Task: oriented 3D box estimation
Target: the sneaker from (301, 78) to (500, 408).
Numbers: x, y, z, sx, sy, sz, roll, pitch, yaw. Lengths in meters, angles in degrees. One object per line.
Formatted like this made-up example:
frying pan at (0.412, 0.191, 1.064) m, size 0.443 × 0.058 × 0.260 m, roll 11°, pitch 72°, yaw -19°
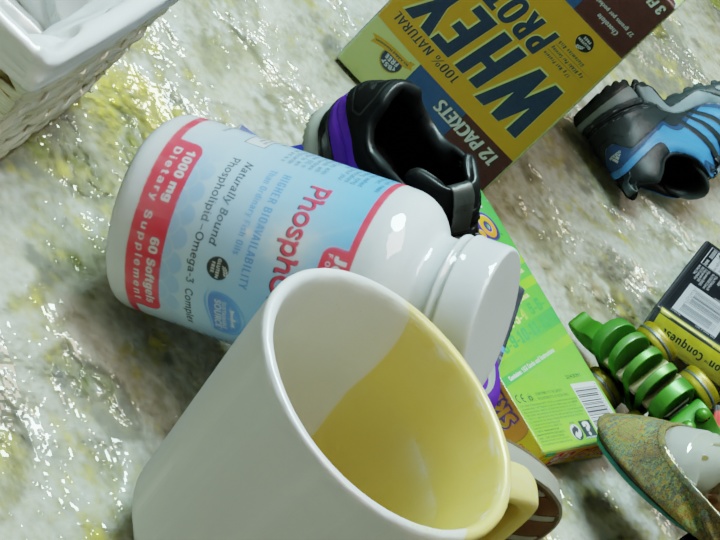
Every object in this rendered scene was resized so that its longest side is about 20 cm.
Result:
sneaker at (0.036, -0.015, 1.326) m, size 0.069 × 0.099 × 0.201 m, roll -18°, pitch 82°, yaw -37°

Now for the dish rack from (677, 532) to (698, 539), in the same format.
dish rack at (0.237, 0.247, 1.395) m, size 0.200 × 0.055 × 0.153 m, roll 48°, pitch 32°, yaw 14°

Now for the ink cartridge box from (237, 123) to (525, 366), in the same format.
ink cartridge box at (0.000, 0.000, 1.385) m, size 0.199 × 0.039 × 0.100 m, roll 34°, pitch 55°, yaw -18°

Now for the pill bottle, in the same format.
pill bottle at (-0.023, -0.003, 1.244) m, size 0.199 × 0.110 × 0.109 m, roll 18°, pitch 27°, yaw 17°

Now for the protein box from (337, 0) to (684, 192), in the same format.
protein box at (0.125, -0.187, 1.612) m, size 0.135 × 0.200 × 0.199 m, roll 46°, pitch 32°, yaw -1°

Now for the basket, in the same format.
basket at (-0.194, -0.146, 1.260) m, size 0.136 × 0.123 × 0.200 m, roll 46°, pitch 31°, yaw -1°

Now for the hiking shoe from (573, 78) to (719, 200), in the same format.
hiking shoe at (0.241, -0.089, 1.779) m, size 0.199 × 0.074 × 0.087 m, roll -5°, pitch 65°, yaw -41°

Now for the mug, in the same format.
mug at (-0.018, 0.115, 1.152) m, size 0.186 × 0.153 × 0.150 m, roll 40°, pitch 32°, yaw -12°

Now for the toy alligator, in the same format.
toy alligator at (0.197, 0.088, 1.492) m, size 0.200 × 0.059 × 0.054 m, roll 48°, pitch -12°, yaw 27°

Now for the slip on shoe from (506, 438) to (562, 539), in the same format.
slip on shoe at (0.025, 0.094, 1.310) m, size 0.199 × 0.076 × 0.061 m, roll 19°, pitch 39°, yaw -24°

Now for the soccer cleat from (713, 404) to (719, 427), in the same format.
soccer cleat at (0.282, 0.160, 1.553) m, size 0.199 × 0.069 × 0.086 m, roll 27°, pitch 45°, yaw -24°

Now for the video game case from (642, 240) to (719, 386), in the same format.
video game case at (0.288, 0.059, 1.635) m, size 0.180 × 0.026 × 0.200 m, roll 34°, pitch 21°, yaw 8°

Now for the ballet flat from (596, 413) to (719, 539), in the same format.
ballet flat at (0.223, 0.140, 1.405) m, size 0.200 × 0.071 × 0.070 m, roll 48°, pitch 30°, yaw 21°

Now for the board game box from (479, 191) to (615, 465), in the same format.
board game box at (0.085, 0.030, 1.491) m, size 0.095 × 0.030 × 0.201 m, roll -4°, pitch 60°, yaw -50°
